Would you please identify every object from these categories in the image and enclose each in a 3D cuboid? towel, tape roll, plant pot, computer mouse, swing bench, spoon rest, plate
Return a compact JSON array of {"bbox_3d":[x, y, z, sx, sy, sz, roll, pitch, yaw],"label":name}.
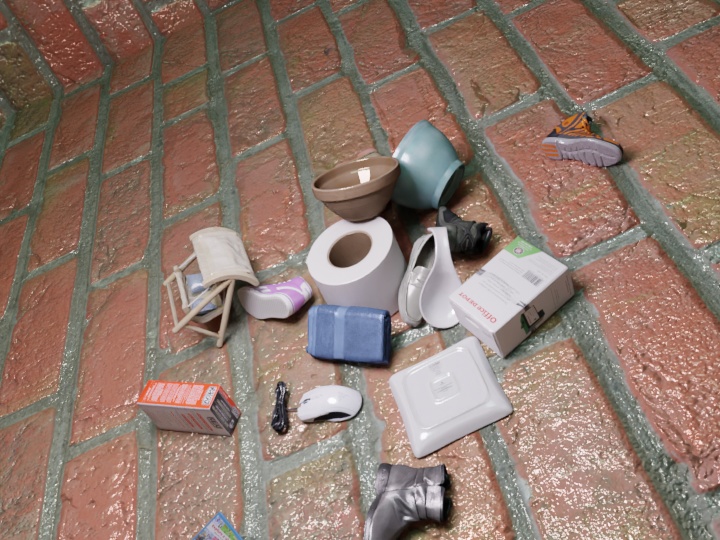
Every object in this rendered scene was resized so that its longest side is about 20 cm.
[{"bbox_3d":[-0.024,0.130,1.618,0.196,0.048,0.115,2,88,35],"label":"towel"},{"bbox_3d":[0.000,0.000,1.698,0.198,0.141,0.206,-16,42,15],"label":"tape roll"},{"bbox_3d":[-0.001,-0.169,1.699,0.195,0.095,0.202,-15,22,6],"label":"plant pot"},{"bbox_3d":[-0.092,0.260,1.563,0.195,0.044,0.111,-11,43,21],"label":"computer mouse"},{"bbox_3d":[-0.348,0.025,1.816,0.202,0.128,0.200,-57,35,19],"label":"swing bench"},{"bbox_3d":[0.162,0.013,1.581,0.096,0.206,0.061,-4,-2,-4],"label":"spoon rest"},{"bbox_3d":[0.159,0.224,1.466,0.196,0.033,0.202,-27,41,4],"label":"plate"},{"bbox_3d":[0.158,-0.224,1.814,0.133,0.202,0.201,31,65,17],"label":"plant pot"}]

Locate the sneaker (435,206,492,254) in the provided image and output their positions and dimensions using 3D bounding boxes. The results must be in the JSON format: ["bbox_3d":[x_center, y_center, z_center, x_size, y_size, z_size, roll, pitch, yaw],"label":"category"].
[{"bbox_3d":[0.219,-0.083,1.714,0.111,0.078,0.200,8,17,-7],"label":"sneaker"}]

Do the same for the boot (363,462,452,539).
[{"bbox_3d":[0.081,0.408,1.303,0.128,0.070,0.204,-3,52,20],"label":"boot"}]

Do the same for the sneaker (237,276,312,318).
[{"bbox_3d":[-0.191,0.057,1.818,0.197,0.074,0.114,8,33,42],"label":"sneaker"}]

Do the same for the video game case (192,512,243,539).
[{"bbox_3d":[-0.288,0.550,1.405,0.200,0.018,0.142,-44,42,-16],"label":"video game case"}]

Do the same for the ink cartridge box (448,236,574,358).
[{"bbox_3d":[0.291,0.050,1.524,0.199,0.085,0.146,-39,42,-11],"label":"ink cartridge box"}]

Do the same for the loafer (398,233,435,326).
[{"bbox_3d":[0.124,0.016,1.638,0.068,0.070,0.205,16,65,-12],"label":"loafer"}]

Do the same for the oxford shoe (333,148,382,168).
[{"bbox_3d":[-0.018,-0.237,1.999,0.198,0.071,0.074,-38,44,-10],"label":"oxford shoe"}]

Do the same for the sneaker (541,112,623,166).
[{"bbox_3d":[0.508,-0.302,1.757,0.197,0.078,0.113,19,60,41],"label":"sneaker"}]

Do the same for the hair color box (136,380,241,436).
[{"bbox_3d":[-0.359,0.287,1.644,0.195,0.103,0.062,0,47,28],"label":"hair color box"}]
